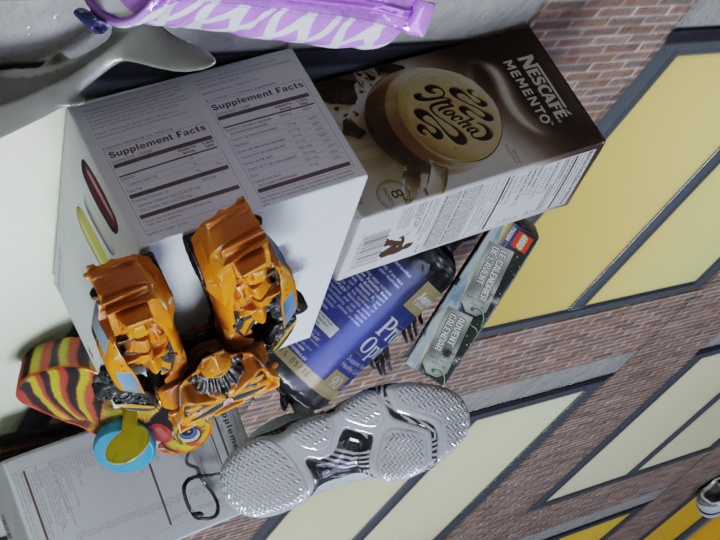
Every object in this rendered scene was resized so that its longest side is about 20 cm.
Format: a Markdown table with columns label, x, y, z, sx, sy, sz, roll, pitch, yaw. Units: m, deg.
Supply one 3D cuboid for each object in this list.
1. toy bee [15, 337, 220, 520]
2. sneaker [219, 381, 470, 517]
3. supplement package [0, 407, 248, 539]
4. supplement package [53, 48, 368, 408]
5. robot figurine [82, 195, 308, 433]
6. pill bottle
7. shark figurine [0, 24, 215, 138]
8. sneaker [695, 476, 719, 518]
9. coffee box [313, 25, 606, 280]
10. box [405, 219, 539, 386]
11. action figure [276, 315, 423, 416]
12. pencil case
| label | x | y | z | sx | sy | sz | roll | pitch | yaw |
| --- | --- | --- | --- | --- | --- | --- | --- | --- | --- |
| toy bee | -0.156 | 0.099 | 1.132 | 0.109 | 0.131 | 0.200 | -40 | 142 | 24 |
| sneaker | -0.015 | 0.135 | 1.173 | 0.199 | 0.075 | 0.115 | -18 | -179 | -5 |
| supplement package | -0.195 | 0.182 | 1.238 | 0.199 | 0.114 | 0.109 | -18 | 176 | -24 |
| supplement package | -0.105 | -0.024 | 0.962 | 0.155 | 0.111 | 0.200 | -19 | 153 | -24 |
| robot figurine | -0.097 | 0.037 | 0.881 | 0.145 | 0.058 | 0.200 | -25 | 155 | -10 |
| pill bottle | 0.000 | 0.000 | 1.115 | 0.200 | 0.112 | 0.112 | -44 | 155 | 3 |
| shark figurine | -0.193 | -0.081 | 0.782 | 0.214 | 0.090 | 0.128 | -14 | 153 | -29 |
| sneaker | 0.756 | 0.422 | 2.919 | 0.200 | 0.076 | 0.081 | -29 | 147 | -4 |
| coffee box | 0.052 | -0.084 | 1.023 | 0.199 | 0.113 | 0.080 | -19 | 154 | -26 |
| box | 0.095 | 0.016 | 1.213 | 0.137 | 0.040 | 0.200 | -59 | 177 | 7 |
| action figure | -0.028 | 0.061 | 1.241 | 0.200 | 0.102 | 0.119 | -6 | 149 | -50 |
| pencil case | -0.054 | -0.161 | 0.779 | 0.200 | 0.085 | 0.084 | -6 | 121 | -47 |
